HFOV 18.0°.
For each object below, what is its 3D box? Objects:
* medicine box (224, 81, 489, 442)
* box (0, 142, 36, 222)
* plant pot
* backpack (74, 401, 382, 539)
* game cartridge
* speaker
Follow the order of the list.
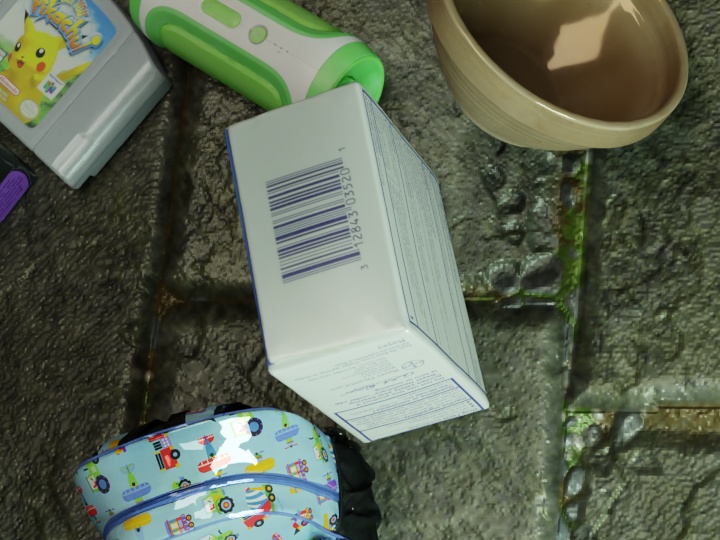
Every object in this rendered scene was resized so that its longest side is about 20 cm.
[{"bbox_3d":[0.000,0.000,1.567,0.102,0.200,0.183,-17,67,13],"label":"medicine box"},{"bbox_3d":[-0.376,-0.099,1.798,0.200,0.106,0.122,38,88,28],"label":"box"},{"bbox_3d":[0.124,-0.155,1.608,0.093,0.200,0.202,-51,53,46],"label":"plant pot"},{"bbox_3d":[-0.092,0.170,1.547,0.181,0.200,0.135,-18,67,14],"label":"backpack"},{"bbox_3d":[-0.248,-0.172,1.813,0.200,0.040,0.133,40,86,27],"label":"game cartridge"},{"bbox_3d":[-0.079,-0.173,1.719,0.199,0.088,0.089,32,86,27],"label":"speaker"}]
